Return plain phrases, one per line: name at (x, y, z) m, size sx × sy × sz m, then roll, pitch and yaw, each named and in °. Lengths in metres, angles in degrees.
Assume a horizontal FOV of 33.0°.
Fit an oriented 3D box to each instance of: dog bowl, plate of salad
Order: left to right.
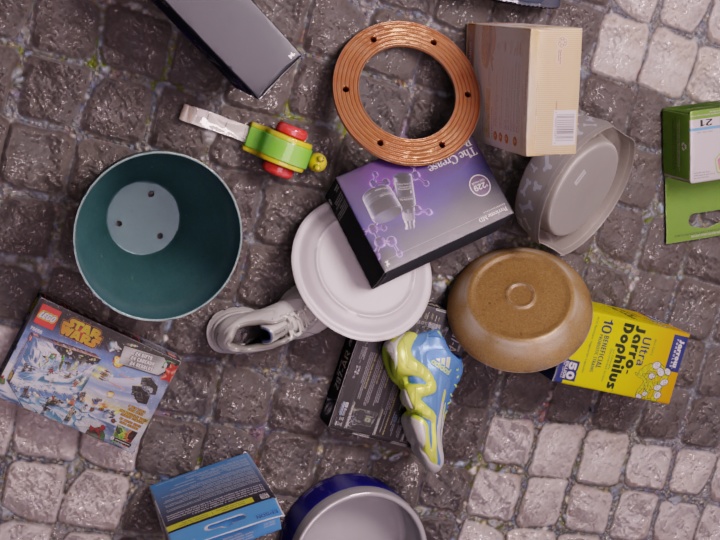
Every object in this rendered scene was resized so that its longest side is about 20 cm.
dog bowl at (-0.011, 0.390, 1.695) m, size 0.198 × 0.079 × 0.203 m, roll -4°, pitch 103°, yaw -18°
plate of salad at (0.000, 0.000, 1.599) m, size 0.198 × 0.048 × 0.202 m, roll 8°, pitch 67°, yaw -20°
dog bowl at (0.287, -0.119, 1.645) m, size 0.199 × 0.059 × 0.201 m, roll -33°, pitch 142°, yaw -30°

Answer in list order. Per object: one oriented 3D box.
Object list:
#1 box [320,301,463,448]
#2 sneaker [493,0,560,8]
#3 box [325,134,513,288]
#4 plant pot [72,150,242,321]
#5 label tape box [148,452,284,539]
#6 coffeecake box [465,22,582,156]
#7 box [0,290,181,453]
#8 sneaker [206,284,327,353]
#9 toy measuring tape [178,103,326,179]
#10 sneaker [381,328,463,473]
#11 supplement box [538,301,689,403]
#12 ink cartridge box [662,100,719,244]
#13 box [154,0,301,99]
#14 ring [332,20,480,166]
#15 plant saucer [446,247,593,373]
box at (0.050, 0.135, 1.676) m, size 0.159 × 0.044 × 0.202 m, roll 15°, pitch 97°, yaw -22°
sneaker at (0.180, -0.394, 1.585) m, size 0.198 × 0.070 × 0.083 m, roll 8°, pitch 102°, yaw -22°
box at (0.076, -0.085, 1.577) m, size 0.199 × 0.079 × 0.142 m, roll -25°, pitch 82°, yaw -19°
plant pot at (-0.255, -0.052, 1.477) m, size 0.198 × 0.135 × 0.203 m, roll -4°, pitch 103°, yaw -18°
label tape box at (-0.182, 0.316, 1.552) m, size 0.142 × 0.200 × 0.067 m, roll -17°, pitch 109°, yaw -14°
coffeecake box at (0.204, -0.237, 1.560) m, size 0.072 × 0.200 × 0.155 m, roll -4°, pitch 104°, yaw -18°
box at (-0.347, 0.130, 1.539) m, size 0.199 × 0.040 × 0.138 m, roll 28°, pitch 93°, yaw -23°
sneaker at (-0.099, 0.070, 1.587) m, size 0.198 × 0.087 × 0.075 m, roll -21°, pitch 106°, yaw -15°
toy measuring tape at (-0.129, -0.164, 1.531) m, size 0.198 × 0.074 × 0.074 m, roll 19°, pitch 96°, yaw -22°
sneaker at (0.103, 0.171, 1.638) m, size 0.104 × 0.076 × 0.202 m, roll -21°, pitch 108°, yaw -14°
supplement box at (0.349, 0.110, 1.739) m, size 0.198 × 0.109 × 0.110 m, roll 12°, pitch 98°, yaw -22°
ink cartridge box at (0.520, -0.141, 1.759) m, size 0.146 × 0.076 × 0.202 m, roll -9°, pitch 104°, yaw -17°
box at (-0.177, -0.305, 1.436) m, size 0.079 × 0.141 × 0.200 m, roll -47°, pitch 112°, yaw -4°
ring at (0.059, -0.227, 1.567) m, size 0.198 × 0.019 × 0.203 m, roll 4°, pitch 72°, yaw -13°
plant saucer at (0.215, 0.042, 1.640) m, size 0.199 × 0.201 × 0.036 m, roll -25°, pitch 147°, yaw -12°
